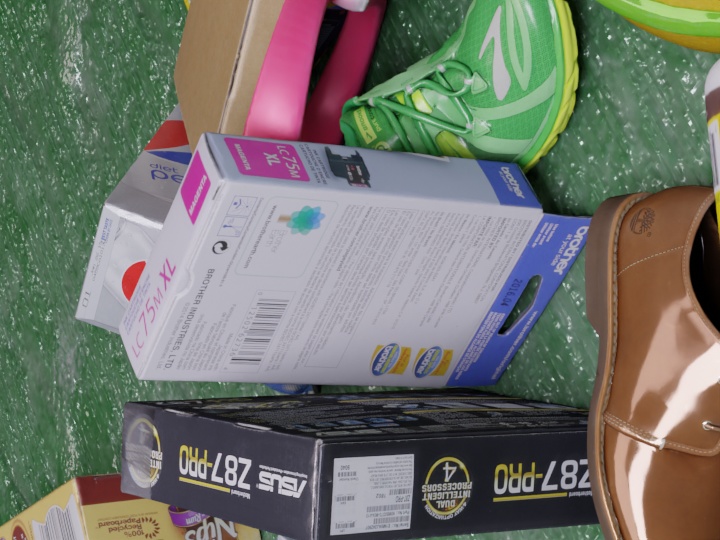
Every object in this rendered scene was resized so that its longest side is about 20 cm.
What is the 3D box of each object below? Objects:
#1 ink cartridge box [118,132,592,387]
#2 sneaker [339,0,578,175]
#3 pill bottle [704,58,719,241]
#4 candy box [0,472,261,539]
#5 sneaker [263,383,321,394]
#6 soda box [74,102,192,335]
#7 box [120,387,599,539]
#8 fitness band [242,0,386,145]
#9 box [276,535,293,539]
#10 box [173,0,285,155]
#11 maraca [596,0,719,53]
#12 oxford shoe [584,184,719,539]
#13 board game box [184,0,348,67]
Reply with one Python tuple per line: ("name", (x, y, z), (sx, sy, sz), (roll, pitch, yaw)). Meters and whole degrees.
("ink cartridge box", (0.000, 0.000, 0.950), (0.120, 0.198, 0.042), (-62, 36, 34))
("sneaker", (0.038, -0.066, 0.988), (0.074, 0.083, 0.201), (60, 135, 34))
("pill bottle", (0.190, 0.015, 0.758), (0.109, 0.109, 0.202), (-12, 82, 54))
("candy box", (-0.161, 0.172, 1.248), (0.200, 0.116, 0.057), (-36, 64, 48))
("sneaker", (-0.087, 0.019, 1.160), (0.200, 0.089, 0.079), (30, 116, 49))
("soda box", (-0.087, -0.034, 1.084), (0.200, 0.063, 0.069), (-67, -4, -64))
("box", (0.016, 0.083, 0.926), (0.161, 0.199, 0.050), (8, 96, 53))
("fitness band", (-0.024, -0.081, 1.014), (0.200, 0.037, 0.145), (-51, -23, -80))
("box", (0.016, 0.234, 1.069), (0.199, 0.040, 0.138), (26, 111, 51))
("box", (-0.056, -0.159, 1.026), (0.164, 0.021, 0.202), (-112, 34, -62))
("maraca", (0.131, -0.149, 0.811), (0.199, 0.137, 0.107), (18, 147, 31))
("oxford shoe", (0.140, 0.062, 0.867), (0.071, 0.071, 0.202), (-13, 80, 48))
("board game box", (-0.051, -0.225, 1.129), (0.165, 0.056, 0.201), (-48, 54, 42))
